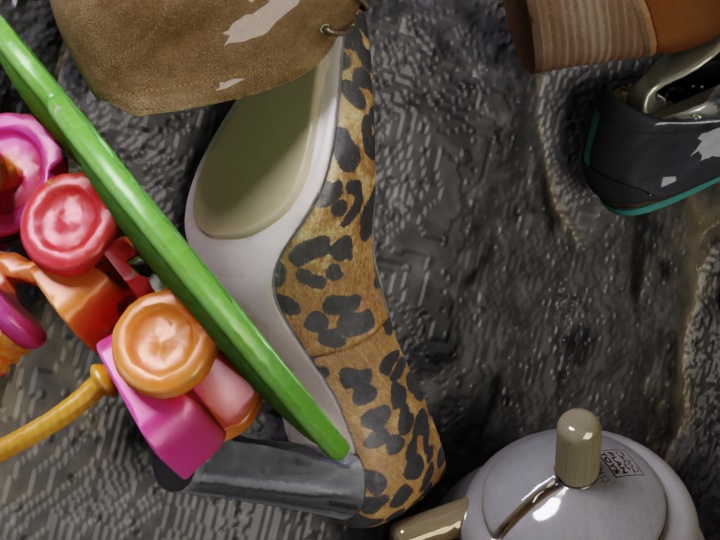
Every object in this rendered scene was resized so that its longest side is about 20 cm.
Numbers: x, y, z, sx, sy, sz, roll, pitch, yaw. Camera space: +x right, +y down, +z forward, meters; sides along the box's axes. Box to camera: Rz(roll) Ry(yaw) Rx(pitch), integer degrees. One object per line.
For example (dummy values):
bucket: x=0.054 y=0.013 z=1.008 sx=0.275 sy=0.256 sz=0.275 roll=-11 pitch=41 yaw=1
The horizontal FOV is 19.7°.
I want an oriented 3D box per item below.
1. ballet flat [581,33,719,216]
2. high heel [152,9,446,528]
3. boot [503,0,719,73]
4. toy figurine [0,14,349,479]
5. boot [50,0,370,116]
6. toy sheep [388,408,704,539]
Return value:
ballet flat: x=0.185 y=-0.086 z=0.904 sx=0.199 sy=0.073 sz=0.073 roll=-21 pitch=112 yaw=-15
high heel: x=0.000 y=0.000 z=0.813 sx=0.142 sy=0.071 sz=0.201 roll=14 pitch=93 yaw=-45
boot: x=0.126 y=-0.181 z=0.824 sx=0.154 sy=0.077 sz=0.201 roll=-16 pitch=116 yaw=-7
toy figurine: x=-0.134 y=0.040 z=0.682 sx=0.184 sy=0.200 sz=0.150 roll=-39 pitch=157 yaw=-3
boot: x=-0.014 y=-0.114 z=0.747 sx=0.199 sy=0.074 sz=0.076 roll=-20 pitch=101 yaw=-9
toy sheep: x=0.081 y=0.132 z=0.855 sx=0.138 sy=0.138 sz=0.201 roll=-33 pitch=147 yaw=-27
